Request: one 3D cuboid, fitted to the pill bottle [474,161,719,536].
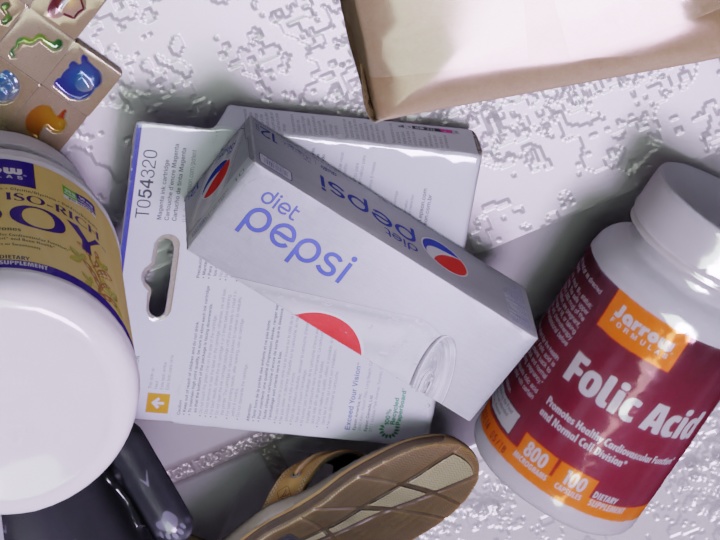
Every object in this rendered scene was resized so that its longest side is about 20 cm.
[{"bbox_3d":[0.162,0.045,1.549,0.114,0.114,0.200,25,111,-16],"label":"pill bottle"}]

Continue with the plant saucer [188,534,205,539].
[{"bbox_3d":[-0.147,0.238,1.665,0.200,0.029,0.200,-2,117,-3],"label":"plant saucer"}]

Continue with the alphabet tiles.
[{"bbox_3d":[-0.240,-0.109,1.497,0.167,0.008,0.200,35,108,-19],"label":"alphabet tiles"}]

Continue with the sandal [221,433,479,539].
[{"bbox_3d":[-0.026,0.143,1.596,0.200,0.054,0.080,-29,139,14],"label":"sandal"}]

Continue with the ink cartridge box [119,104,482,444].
[{"bbox_3d":[-0.043,0.002,1.550,0.200,0.043,0.197,7,117,-8],"label":"ink cartridge box"}]

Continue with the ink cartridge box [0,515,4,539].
[{"bbox_3d":[-0.302,0.215,1.438,0.200,0.145,0.145,2,116,12],"label":"ink cartridge box"}]

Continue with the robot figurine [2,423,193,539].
[{"bbox_3d":[-0.184,0.160,1.550,0.150,0.125,0.200,-27,90,-19],"label":"robot figurine"}]

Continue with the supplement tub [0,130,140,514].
[{"bbox_3d":[-0.198,0.022,1.450,0.145,0.200,0.146,-5,121,-8],"label":"supplement tub"}]

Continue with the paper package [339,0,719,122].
[{"bbox_3d":[0.086,-0.168,1.394,0.200,0.191,0.104,-11,112,0],"label":"paper package"}]

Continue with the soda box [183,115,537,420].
[{"bbox_3d":[0.000,0.000,1.494,0.200,0.063,0.068,32,110,-20],"label":"soda box"}]
